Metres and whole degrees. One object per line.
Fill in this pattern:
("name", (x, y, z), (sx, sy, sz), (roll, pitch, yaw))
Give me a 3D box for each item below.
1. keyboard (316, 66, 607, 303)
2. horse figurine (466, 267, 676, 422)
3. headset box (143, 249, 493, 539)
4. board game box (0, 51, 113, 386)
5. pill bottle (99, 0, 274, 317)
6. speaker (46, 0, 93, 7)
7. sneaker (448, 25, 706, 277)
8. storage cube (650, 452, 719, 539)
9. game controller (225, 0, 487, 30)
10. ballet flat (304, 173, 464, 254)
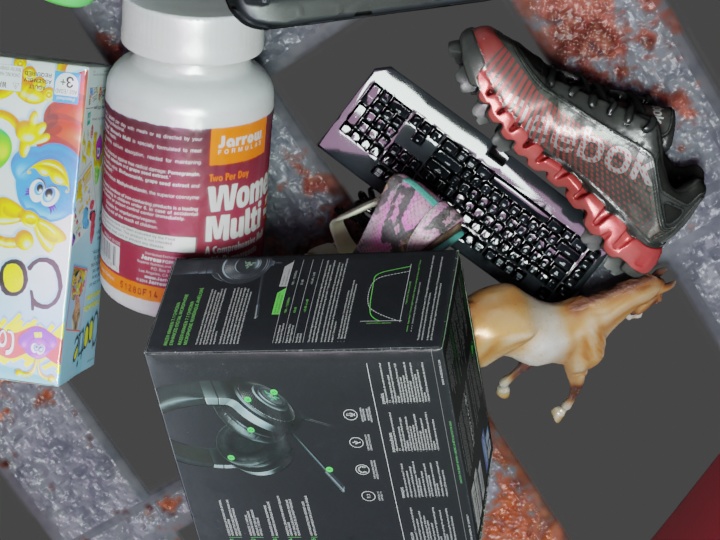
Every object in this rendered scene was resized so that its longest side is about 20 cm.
("keyboard", (0.062, -0.037, 1.396), (0.199, 0.040, 0.104), (36, 112, -7))
("horse figurine", (0.099, 0.047, 1.384), (0.198, 0.050, 0.133), (6, 139, -30))
("headset box", (-0.028, 0.084, 1.321), (0.198, 0.093, 0.175), (-2, 129, 13))
("board game box", (-0.222, -0.037, 1.367), (0.102, 0.105, 0.202), (7, 96, 5))
("pill bottle", (-0.111, -0.079, 1.361), (0.108, 0.110, 0.202), (7, 114, 4))
("speaker", (-0.156, -0.266, 1.302), (0.088, 0.089, 0.201), (28, 114, -5))
("sneaker", (0.144, -0.092, 1.345), (0.098, 0.071, 0.200), (-39, 105, 20))
("storage cube", (0.263, 0.265, 1.420), (0.170, 0.180, 0.201), (31, 114, -7))
("game controller", (0.010, -0.209, 1.297), (0.198, 0.042, 0.106), (-9, 95, -15))
("ballet flat", (0.000, 0.000, 1.391), (0.071, 0.069, 0.200), (51, 140, 10))
